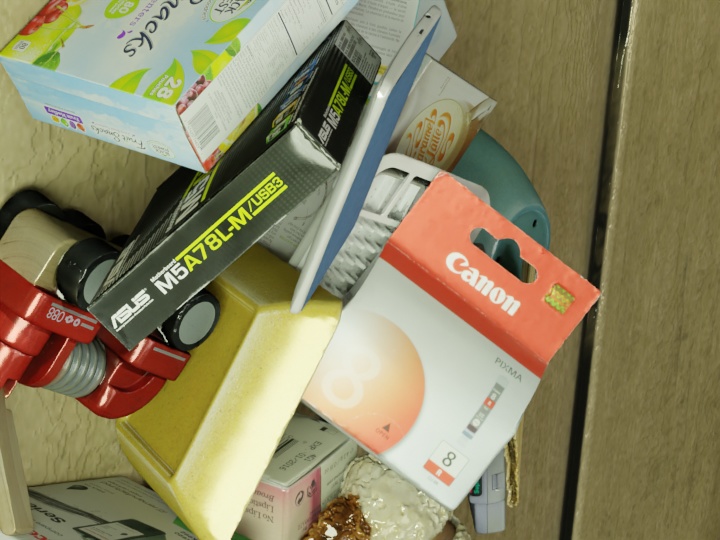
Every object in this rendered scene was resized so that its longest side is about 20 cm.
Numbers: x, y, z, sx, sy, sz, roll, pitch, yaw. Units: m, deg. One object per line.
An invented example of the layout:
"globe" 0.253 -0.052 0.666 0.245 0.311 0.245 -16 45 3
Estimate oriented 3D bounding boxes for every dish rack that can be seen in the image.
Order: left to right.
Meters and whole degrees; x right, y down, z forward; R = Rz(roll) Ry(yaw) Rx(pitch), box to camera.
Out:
"dish rack" 0.000 0.000 1.653 0.171 0.043 0.201 17 107 -54

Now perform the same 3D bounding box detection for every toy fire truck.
"toy fire truck" -0.204 0.074 1.497 0.201 0.128 0.176 -58 147 3

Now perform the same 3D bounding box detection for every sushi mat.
"sushi mat" 0.129 0.083 1.732 0.096 0.012 0.201 83 12 -48

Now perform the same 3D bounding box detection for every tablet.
"tablet" 0.002 -0.075 1.468 0.201 0.014 0.130 -67 175 37

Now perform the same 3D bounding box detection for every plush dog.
"plush dog" 0.036 0.219 1.673 0.200 0.160 0.173 -45 115 -53

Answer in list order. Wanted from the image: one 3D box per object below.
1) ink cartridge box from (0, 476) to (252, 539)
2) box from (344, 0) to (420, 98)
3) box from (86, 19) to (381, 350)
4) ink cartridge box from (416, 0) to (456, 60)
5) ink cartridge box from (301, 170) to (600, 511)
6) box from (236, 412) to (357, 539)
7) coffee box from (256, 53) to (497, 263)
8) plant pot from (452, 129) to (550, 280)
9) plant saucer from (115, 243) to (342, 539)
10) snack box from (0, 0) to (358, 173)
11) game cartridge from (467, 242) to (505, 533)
"ink cartridge box" -0.195 0.217 1.546 0.200 0.145 0.085 0 108 -56
"box" 0.008 -0.235 1.613 0.049 0.082 0.201 138 -35 -76
"box" -0.078 -0.059 1.402 0.048 0.193 0.200 47 24 -13
"ink cartridge box" -0.010 -0.175 1.696 0.200 0.047 0.160 -56 145 -24
"ink cartridge box" 0.064 0.054 1.608 0.200 0.162 0.050 -52 -172 6
"box" -0.084 0.219 1.716 0.109 0.127 0.201 -34 132 -52
"coffee box" 0.003 -0.082 1.692 0.201 0.080 0.114 -56 145 5
"plant pot" 0.081 -0.030 1.827 0.200 0.134 0.201 -32 132 -44
"plant saucer" -0.110 0.080 1.572 0.048 0.200 0.201 25 93 -27
"snack box" -0.113 -0.170 1.437 0.200 0.168 0.068 -51 139 -25
"game cartridge" 0.094 0.095 1.730 0.130 0.038 0.201 -90 177 -63
